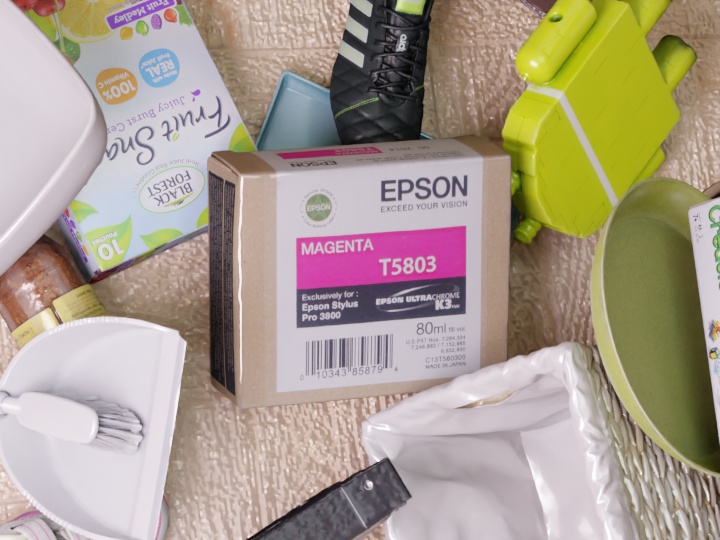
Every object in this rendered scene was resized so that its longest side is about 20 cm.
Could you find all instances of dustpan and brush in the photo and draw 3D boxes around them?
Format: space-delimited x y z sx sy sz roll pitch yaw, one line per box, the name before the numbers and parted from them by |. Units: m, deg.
dustpan and brush | -0.207 0.090 1.570 0.057 0.199 0.140 9 91 -47

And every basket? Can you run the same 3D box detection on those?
basket | 0.136 0.162 1.617 0.160 0.198 0.201 -2 74 -45

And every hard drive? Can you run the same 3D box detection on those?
hard drive | -0.071 0.196 1.591 0.200 0.140 0.038 -30 87 -23

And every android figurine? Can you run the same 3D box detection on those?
android figurine | 0.163 -0.108 1.742 0.200 0.041 0.182 -52 137 -17

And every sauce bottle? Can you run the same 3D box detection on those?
sauce bottle | -0.202 0.029 1.629 0.066 0.066 0.201 -28 87 -22

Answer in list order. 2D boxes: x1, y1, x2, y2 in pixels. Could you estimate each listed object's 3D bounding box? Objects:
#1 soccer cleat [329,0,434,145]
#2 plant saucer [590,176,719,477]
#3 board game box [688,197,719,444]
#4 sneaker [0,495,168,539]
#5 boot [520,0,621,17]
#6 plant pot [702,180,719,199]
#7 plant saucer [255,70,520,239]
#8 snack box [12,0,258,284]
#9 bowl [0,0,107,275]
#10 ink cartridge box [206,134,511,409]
soccer cleat | 0.020 -0.163 1.727 0.067 0.081 0.201 11 66 -17
plant saucer | 0.207 0.039 1.580 0.200 0.031 0.201 23 58 -41
board game box | 0.273 0.060 1.591 0.126 0.035 0.201 12 66 -47
sneaker | -0.205 0.194 1.574 0.200 0.088 0.082 -31 88 -22
boot | 0.121 -0.224 1.723 0.186 0.200 0.064 32 95 -2
plant pot | 0.292 0.033 1.775 0.200 0.093 0.202 4 75 -16
plant saucer | 0.022 -0.071 1.752 0.199 0.019 0.070 23 71 -10
snack box | -0.165 -0.111 1.681 0.142 0.053 0.201 -25 86 -21
bowl | -0.267 -0.077 1.583 0.200 0.075 0.200 -46 64 1
ink cartridge box | 0.000 0.000 1.666 0.199 0.075 0.166 -5 105 -19
